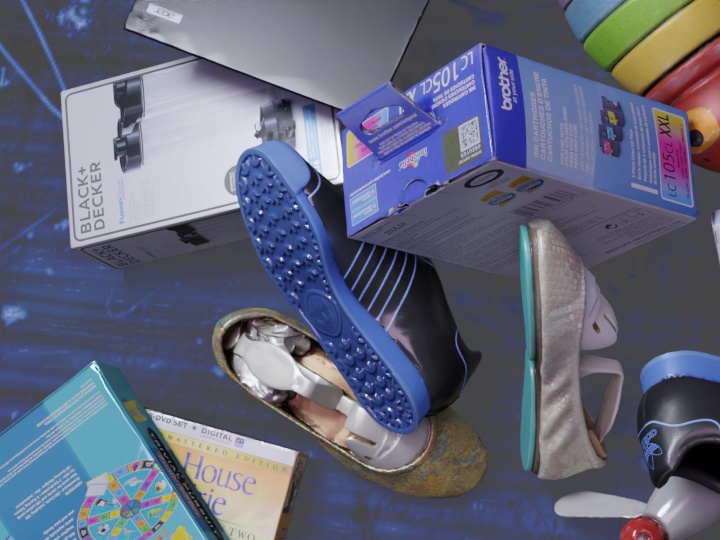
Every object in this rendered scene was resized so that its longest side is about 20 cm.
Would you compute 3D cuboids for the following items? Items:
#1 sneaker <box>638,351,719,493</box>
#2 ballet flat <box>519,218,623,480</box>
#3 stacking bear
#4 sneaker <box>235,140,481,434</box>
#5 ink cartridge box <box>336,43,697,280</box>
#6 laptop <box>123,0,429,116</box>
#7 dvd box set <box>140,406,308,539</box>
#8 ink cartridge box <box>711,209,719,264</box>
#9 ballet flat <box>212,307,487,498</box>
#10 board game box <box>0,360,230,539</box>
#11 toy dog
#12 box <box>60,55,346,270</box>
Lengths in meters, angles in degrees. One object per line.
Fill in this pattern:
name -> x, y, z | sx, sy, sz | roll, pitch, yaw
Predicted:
sneaker -> 0.257, 0.106, 0.979 | 0.199, 0.070, 0.078 | 9, 53, -3
ballet flat -> 0.126, 0.045, 1.010 | 0.062, 0.201, 0.068 | -4, 42, 2
stacking bear -> 0.195, -0.149, 1.054 | 0.200, 0.114, 0.121 | 55, 136, 4
sneaker -> 0.000, 0.000, 1.039 | 0.078, 0.070, 0.201 | -36, 99, -37
ink cartridge box -> 0.081, -0.060, 0.992 | 0.136, 0.199, 0.077 | -27, 60, 47
laptop -> -0.022, -0.193, 1.093 | 0.177, 0.200, 0.104 | 22, 114, 15
dvd box set -> -0.129, 0.197, 1.104 | 0.146, 0.029, 0.201 | 15, 84, 15
ink cartridge box -> 0.320, 0.005, 1.010 | 0.199, 0.042, 0.120 | -10, 105, 13
ballet flat -> -0.013, 0.085, 1.080 | 0.199, 0.071, 0.071 | 31, 88, 15
board game box -> -0.168, 0.184, 1.074 | 0.151, 0.047, 0.200 | -37, 75, 5
toy dog -> 0.143, 0.196, 1.027 | 0.199, 0.096, 0.132 | -17, 70, -4
box -> -0.095, -0.079, 1.111 | 0.199, 0.060, 0.117 | -11, 73, 19
